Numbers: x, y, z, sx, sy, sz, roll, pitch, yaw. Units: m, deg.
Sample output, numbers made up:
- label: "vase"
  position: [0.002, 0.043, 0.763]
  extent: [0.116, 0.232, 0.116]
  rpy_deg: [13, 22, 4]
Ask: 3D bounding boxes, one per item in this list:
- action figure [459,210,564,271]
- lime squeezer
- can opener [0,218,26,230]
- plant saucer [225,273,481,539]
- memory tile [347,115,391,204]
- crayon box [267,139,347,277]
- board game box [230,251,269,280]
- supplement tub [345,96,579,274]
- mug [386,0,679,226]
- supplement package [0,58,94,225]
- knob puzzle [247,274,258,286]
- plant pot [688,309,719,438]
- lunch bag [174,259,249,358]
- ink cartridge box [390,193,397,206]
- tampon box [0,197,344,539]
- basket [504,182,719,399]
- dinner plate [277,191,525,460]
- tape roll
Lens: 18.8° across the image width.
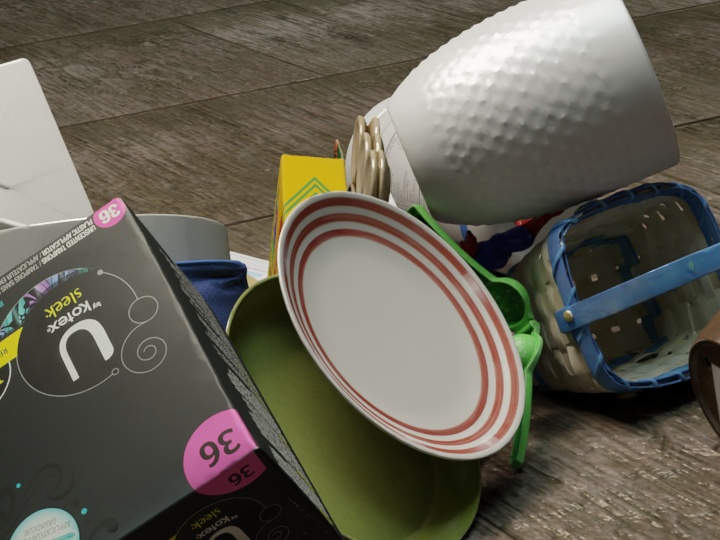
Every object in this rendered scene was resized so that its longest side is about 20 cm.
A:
- label: "action figure"
  position: [0.070, 0.003, 1.561]
  extent: [0.200, 0.052, 0.065]
  rpy_deg: [-46, 9, -38]
- label: "lime squeezer"
  position: [0.096, 0.041, 1.478]
  extent: [0.038, 0.200, 0.071]
  rpy_deg: [-32, -26, 26]
- label: "can opener"
  position: [-0.181, 0.007, 1.579]
  extent: [0.199, 0.053, 0.067]
  rpy_deg: [16, 16, -11]
- label: "plant saucer"
  position: [-0.010, 0.093, 1.333]
  extent: [0.031, 0.200, 0.200]
  rpy_deg: [-41, -6, 35]
- label: "memory tile"
  position: [0.000, 0.000, 1.534]
  extent: [0.017, 0.201, 0.153]
  rpy_deg: [4, 16, -6]
- label: "crayon box"
  position: [-0.039, 0.003, 1.578]
  extent: [0.051, 0.127, 0.200]
  rpy_deg: [4, 29, -6]
- label: "board game box"
  position: [-0.171, 0.030, 1.743]
  extent: [0.200, 0.040, 0.153]
  rpy_deg: [-20, 23, -39]
- label: "supplement tub"
  position: [0.093, -0.074, 1.851]
  extent: [0.132, 0.132, 0.200]
  rpy_deg: [-16, 20, -31]
- label: "mug"
  position: [0.114, -0.112, 1.550]
  extent: [0.175, 0.148, 0.200]
  rpy_deg: [-23, 8, 2]
- label: "supplement package"
  position: [-0.333, -0.044, 1.690]
  extent: [0.191, 0.147, 0.200]
  rpy_deg: [-21, -5, -21]
- label: "knob puzzle"
  position: [-0.122, 0.053, 1.616]
  extent: [0.219, 0.031, 0.220]
  rpy_deg: [12, 32, -8]
- label: "plant pot"
  position: [0.318, 0.042, 1.396]
  extent: [0.200, 0.187, 0.187]
  rpy_deg: [-28, 25, -18]
- label: "lunch bag"
  position: [-0.151, 0.077, 1.399]
  extent: [0.135, 0.133, 0.200]
  rpy_deg: [-3, -10, -25]
- label: "ink cartridge box"
  position: [0.025, 0.010, 1.653]
  extent: [0.039, 0.100, 0.200]
  rpy_deg: [-12, 19, -1]
- label: "tampon box"
  position: [-0.129, 0.095, 1.187]
  extent: [0.150, 0.126, 0.200]
  rpy_deg: [-34, 50, 2]
- label: "basket"
  position: [0.209, 0.008, 1.511]
  extent: [0.176, 0.139, 0.200]
  rpy_deg: [-18, -9, -33]
- label: "dinner plate"
  position: [0.023, 0.037, 1.377]
  extent: [0.024, 0.200, 0.200]
  rpy_deg: [-41, -4, 33]
- label: "tape roll"
  position: [-0.185, 0.002, 1.441]
  extent: [0.202, 0.037, 0.203]
  rpy_deg: [-8, -8, -1]
